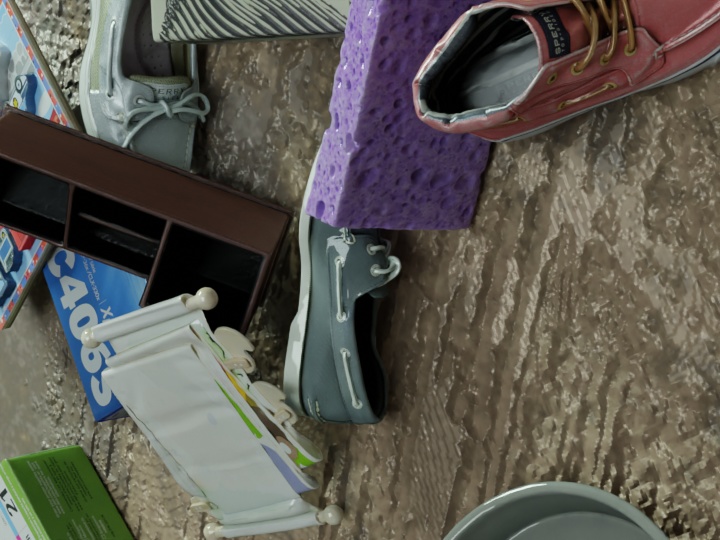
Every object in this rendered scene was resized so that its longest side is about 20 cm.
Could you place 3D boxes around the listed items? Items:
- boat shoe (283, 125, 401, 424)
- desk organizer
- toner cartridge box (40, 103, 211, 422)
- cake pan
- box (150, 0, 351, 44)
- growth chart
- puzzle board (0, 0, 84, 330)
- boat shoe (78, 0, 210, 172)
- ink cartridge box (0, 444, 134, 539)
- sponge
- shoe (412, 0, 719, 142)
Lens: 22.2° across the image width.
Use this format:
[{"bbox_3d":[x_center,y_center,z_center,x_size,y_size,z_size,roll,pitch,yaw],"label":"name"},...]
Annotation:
[{"bbox_3d":[0.000,0.000,1.115,0.062,0.073,0.201,16,108,23],"label":"boat shoe"},{"bbox_3d":[-0.150,-0.029,1.158,0.199,0.077,0.072,20,112,-1],"label":"desk organizer"},{"bbox_3d":[-0.173,-0.006,1.266,0.095,0.043,0.201,-31,75,36],"label":"toner cartridge box"},{"bbox_3d":[0.112,0.220,1.026,0.200,0.037,0.201,-12,71,35],"label":"cake pan"},{"bbox_3d":[-0.037,-0.181,1.120,0.199,0.068,0.083,1,95,40],"label":"box"},{"bbox_3d":[-0.091,0.097,1.161,0.144,0.018,0.200,-9,122,38],"label":"growth chart"},{"bbox_3d":[-0.252,-0.073,1.285,0.151,0.017,0.200,60,139,22],"label":"puzzle board"},{"bbox_3d":[-0.137,-0.145,1.201,0.065,0.074,0.203,-6,84,53],"label":"boat shoe"},{"bbox_3d":[-0.245,0.246,1.329,0.200,0.076,0.148,-47,66,31],"label":"ink cartridge box"},{"bbox_3d":[0.038,-0.121,1.035,0.030,0.111,0.201,29,112,45],"label":"sponge"},{"bbox_3d":[0.123,-0.123,0.961,0.200,0.091,0.072,-26,82,26],"label":"shoe"}]
